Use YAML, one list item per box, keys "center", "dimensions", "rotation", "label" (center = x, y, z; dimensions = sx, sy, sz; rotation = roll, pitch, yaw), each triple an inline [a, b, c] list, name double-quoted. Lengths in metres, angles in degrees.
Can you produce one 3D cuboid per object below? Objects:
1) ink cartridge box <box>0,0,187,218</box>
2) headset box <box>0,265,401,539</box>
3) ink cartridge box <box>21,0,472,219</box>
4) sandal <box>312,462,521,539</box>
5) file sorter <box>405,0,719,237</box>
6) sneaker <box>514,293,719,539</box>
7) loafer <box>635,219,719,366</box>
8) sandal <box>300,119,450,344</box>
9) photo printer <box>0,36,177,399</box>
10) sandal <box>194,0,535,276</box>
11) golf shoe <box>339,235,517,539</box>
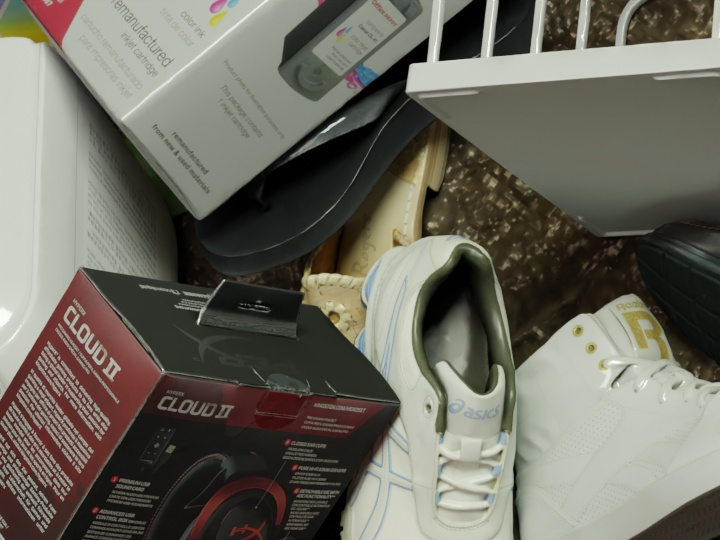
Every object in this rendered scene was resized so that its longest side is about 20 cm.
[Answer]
- center: [-0.167, -0.105, 1.415]
  dimensions: [0.104, 0.059, 0.201]
  rotation: [-25, 67, 20]
  label: "ink cartridge box"
- center: [-0.087, 0.089, 1.177]
  dimensions: [0.075, 0.148, 0.200]
  rotation: [48, 115, 36]
  label: "headset box"
- center: [-0.046, -0.144, 1.269]
  dimensions: [0.200, 0.086, 0.148]
  rotation: [-40, 46, 0]
  label: "ink cartridge box"
- center: [-0.020, 0.118, 1.263]
  dimensions: [0.199, 0.045, 0.075]
  rotation: [-12, 80, 15]
  label: "sandal"
- center: [0.131, -0.103, 1.172]
  dimensions: [0.138, 0.200, 0.125]
  rotation: [-2, 72, 29]
  label: "file sorter"
- center: [0.134, 0.056, 1.180]
  dimensions: [0.200, 0.074, 0.116]
  rotation: [-28, 63, 40]
  label: "sneaker"
- center: [0.208, 0.017, 1.181]
  dimensions: [0.200, 0.073, 0.072]
  rotation: [26, 60, 37]
  label: "loafer"
- center: [-0.005, 0.000, 1.293]
  dimensions: [0.077, 0.070, 0.213]
  rotation: [0, 78, 29]
  label: "sandal"
- center: [-0.141, 0.016, 1.276]
  dimensions: [0.069, 0.167, 0.201]
  rotation: [-17, 49, 15]
  label: "photo printer"
- center: [-0.005, -0.079, 1.285]
  dimensions: [0.200, 0.043, 0.076]
  rotation: [-43, 45, -7]
  label: "sandal"
- center: [0.035, 0.081, 1.199]
  dimensions: [0.078, 0.097, 0.201]
  rotation: [-3, 79, -14]
  label: "golf shoe"
